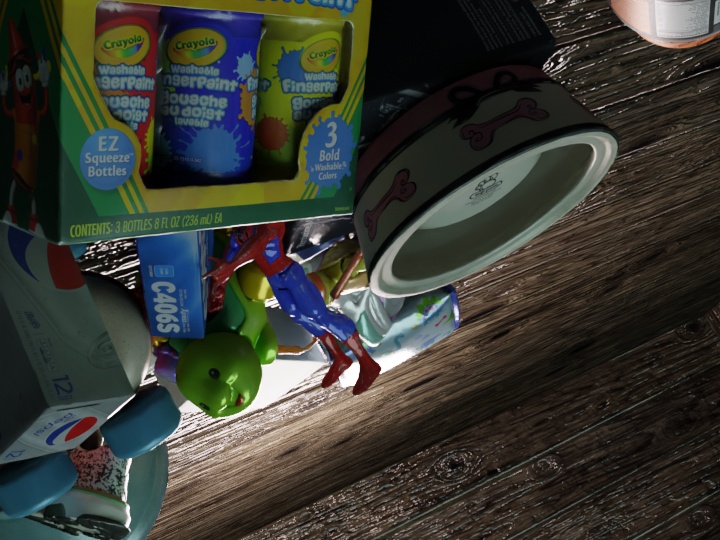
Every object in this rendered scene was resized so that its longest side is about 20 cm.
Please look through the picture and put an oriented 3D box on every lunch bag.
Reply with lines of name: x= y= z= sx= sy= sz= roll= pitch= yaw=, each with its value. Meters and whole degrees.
lunch bag: x=0.028 y=0.061 z=1.227 sx=0.169 sy=0.128 sz=0.200 roll=-28 pitch=152 yaw=-4

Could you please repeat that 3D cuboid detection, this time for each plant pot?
plant pot: x=-0.315 y=0.205 z=1.026 sx=0.199 sy=0.201 sz=0.134 roll=-31 pitch=145 yaw=8

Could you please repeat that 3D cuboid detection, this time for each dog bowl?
dog bowl: x=0.078 y=-0.064 z=0.712 sx=0.199 sy=0.074 sz=0.200 roll=-26 pitch=162 yaw=-9

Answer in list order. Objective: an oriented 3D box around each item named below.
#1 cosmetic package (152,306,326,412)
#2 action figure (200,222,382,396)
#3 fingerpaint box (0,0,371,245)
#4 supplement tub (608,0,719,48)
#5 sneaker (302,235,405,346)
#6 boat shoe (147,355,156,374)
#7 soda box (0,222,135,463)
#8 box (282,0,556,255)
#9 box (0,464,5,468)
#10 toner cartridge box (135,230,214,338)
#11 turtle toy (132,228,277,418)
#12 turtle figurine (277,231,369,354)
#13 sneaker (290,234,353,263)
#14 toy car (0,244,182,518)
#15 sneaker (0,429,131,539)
cosmetic package: x=-0.138 y=0.100 z=1.157 sx=0.113 sy=0.081 sz=0.200 roll=-37 pitch=159 yaw=19
action figure: x=-0.069 y=0.025 z=0.744 sx=0.065 sy=0.201 sz=0.099 roll=2 pitch=-141 yaw=49
fingerpaint box: x=-0.086 y=-0.110 z=0.534 sx=0.199 sy=0.073 sz=0.168 roll=-9 pitch=110 yaw=-46
supplement tub: x=0.230 y=-0.242 z=0.716 sx=0.122 sy=0.123 sz=0.200 roll=-32 pitch=163 yaw=9
sneaker: x=-0.007 y=-0.023 z=1.049 sx=0.140 sy=0.078 sz=0.200 roll=-54 pitch=137 yaw=-5
boat shoe: x=-0.212 y=0.058 z=0.965 sx=0.199 sy=0.060 sz=0.076 roll=-20 pitch=140 yaw=-20
soda box: x=-0.213 y=0.009 z=0.603 sx=0.068 sy=0.201 sz=0.063 roll=-40 pitch=158 yaw=29
box: x=0.015 y=-0.123 z=0.746 sx=0.181 sy=0.105 sz=0.200 roll=-20 pitch=160 yaw=-21
box: x=-0.378 y=0.159 z=0.927 sx=0.199 sy=0.100 sz=0.095 roll=-31 pitch=162 yaw=8
toner cartridge box: x=-0.128 y=-0.044 z=0.698 sx=0.043 sy=0.096 sz=0.201 roll=2 pitch=146 yaw=-5
turtle toy: x=-0.131 y=0.041 z=0.836 sx=0.101 sy=0.200 sz=0.147 roll=-6 pitch=129 yaw=-37
turtle figurine: x=0.000 y=0.000 z=0.878 sx=0.161 sy=0.065 sz=0.200 roll=-23 pitch=162 yaw=-36
sneaker: x=-0.032 y=-0.058 z=0.918 sx=0.199 sy=0.081 sz=0.115 roll=-13 pitch=167 yaw=-44
toy car: x=-0.252 y=0.062 z=0.822 sx=0.176 sy=0.185 sz=0.200 roll=-28 pitch=-169 yaw=-4
sneaker: x=-0.247 y=0.177 z=0.866 sx=0.199 sy=0.089 sz=0.077 roll=-7 pitch=146 yaw=46
